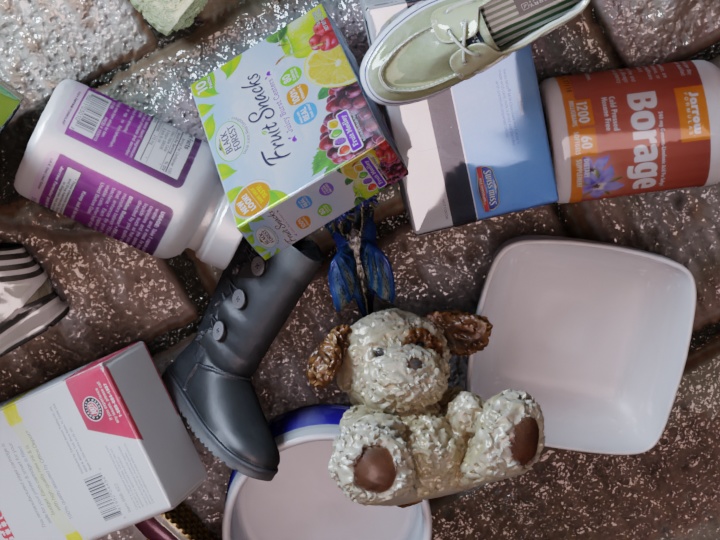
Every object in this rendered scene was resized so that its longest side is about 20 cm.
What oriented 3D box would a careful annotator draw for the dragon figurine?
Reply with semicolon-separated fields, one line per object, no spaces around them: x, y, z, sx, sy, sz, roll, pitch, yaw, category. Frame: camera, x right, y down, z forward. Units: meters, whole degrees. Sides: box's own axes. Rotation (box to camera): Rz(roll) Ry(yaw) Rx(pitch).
0.000;0.000;1.378;0.059;0.099;0.201;-10;108;2;dragon figurine

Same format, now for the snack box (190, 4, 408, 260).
-0.056;-0.121;1.287;0.142;0.200;0.053;-32;134;9;snack box

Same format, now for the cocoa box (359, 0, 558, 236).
0.084;-0.153;1.313;0.131;0.133;0.201;-13;107;1;cocoa box

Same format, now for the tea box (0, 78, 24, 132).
-0.406;-0.089;1.286;0.133;0.197;0.200;37;102;-13;tea box

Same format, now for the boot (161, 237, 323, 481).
-0.087;0.065;1.377;0.066;0.165;0.200;14;113;-54;boot

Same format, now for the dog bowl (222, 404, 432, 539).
-0.032;0.234;1.464;0.199;0.079;0.201;0;107;-1;dog bowl

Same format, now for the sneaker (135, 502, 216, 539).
-0.177;0.292;1.481;0.090;0.075;0.200;-44;103;6;sneaker

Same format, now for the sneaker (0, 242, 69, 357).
-0.381;0.041;1.404;0.200;0.076;0.116;-31;98;0;sneaker

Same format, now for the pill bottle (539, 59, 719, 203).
0.261;-0.126;1.339;0.199;0.112;0.113;-7;108;1;pill bottle

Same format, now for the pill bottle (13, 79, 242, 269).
-0.193;-0.079;1.341;0.199;0.112;0.113;26;105;-9;pill bottle

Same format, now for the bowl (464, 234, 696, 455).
0.199;0.061;1.418;0.199;0.075;0.201;9;108;-5;bowl

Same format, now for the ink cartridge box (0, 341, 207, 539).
-0.264;0.171;1.396;0.199;0.083;0.146;-23;96;23;ink cartridge box

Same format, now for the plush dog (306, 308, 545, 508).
0.042;0.117;1.350;0.199;0.160;0.173;-9;77;-19;plush dog

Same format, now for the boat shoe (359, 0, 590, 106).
0.090;-0.192;1.199;0.199;0.062;0.072;-29;105;5;boat shoe

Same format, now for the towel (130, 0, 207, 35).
-0.157;-0.318;1.304;0.148;0.037;0.200;38;103;-12;towel
